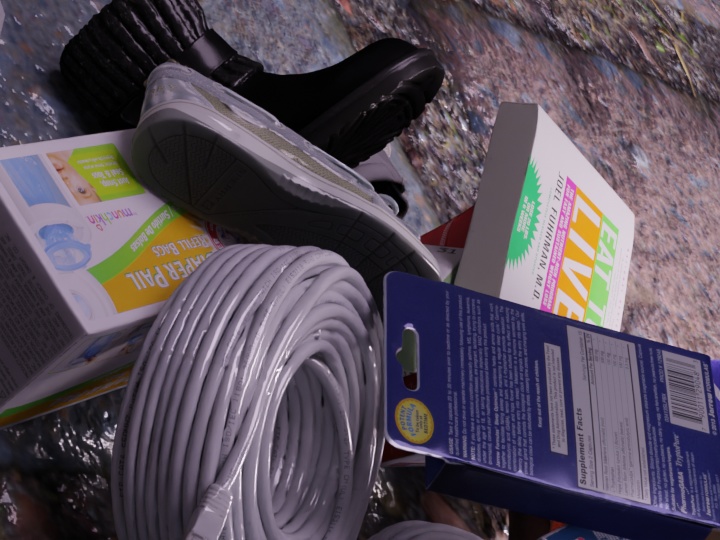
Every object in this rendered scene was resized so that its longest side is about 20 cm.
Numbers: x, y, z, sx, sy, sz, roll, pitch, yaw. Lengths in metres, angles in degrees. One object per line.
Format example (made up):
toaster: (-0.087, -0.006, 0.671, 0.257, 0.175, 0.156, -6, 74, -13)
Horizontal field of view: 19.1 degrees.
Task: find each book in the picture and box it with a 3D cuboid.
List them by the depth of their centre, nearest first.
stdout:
book: (0.118, -0.009, 1.353, 0.200, 0.048, 0.135, 36, 66, -60)

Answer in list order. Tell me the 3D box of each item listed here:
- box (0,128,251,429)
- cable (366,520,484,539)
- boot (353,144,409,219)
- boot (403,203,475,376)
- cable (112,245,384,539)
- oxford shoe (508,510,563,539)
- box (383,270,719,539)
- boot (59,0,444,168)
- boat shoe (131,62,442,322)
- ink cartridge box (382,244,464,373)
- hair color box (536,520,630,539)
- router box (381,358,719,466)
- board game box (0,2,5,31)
box: (-0.148, 0.000, 1.134, 0.113, 0.101, 0.200, 56, 27, 8)
cable: (0.056, 0.236, 1.196, 0.200, 0.069, 0.201, 39, 30, -24)
boot: (-0.007, -0.059, 1.418, 0.095, 0.074, 0.200, 39, 17, 18)
boot: (0.086, 0.025, 1.422, 0.072, 0.144, 0.201, 35, 33, -32)
cable: (-0.051, 0.087, 1.100, 0.200, 0.069, 0.201, 47, 54, -61)
oxford shoe: (0.134, 0.187, 1.350, 0.071, 0.073, 0.200, 20, 27, -15)
box: (0.099, 0.075, 1.136, 0.199, 0.032, 0.122, 16, 46, -17)
boot: (-0.070, -0.122, 1.297, 0.158, 0.210, 0.079, 61, 10, 12)
boat shoe: (-0.036, -0.041, 1.168, 0.201, 0.074, 0.065, 31, 37, -24)
ink cartridge box: (0.000, 0.000, 1.329, 0.200, 0.145, 0.048, -45, 139, -61)
hair color box: (0.135, 0.169, 1.193, 0.199, 0.100, 0.061, -15, 69, -52)
router box: (0.123, 0.087, 1.284, 0.199, 0.179, 0.049, 1, 81, -16)
board game box: (-0.240, -0.138, 1.160, 0.201, 0.034, 0.135, -90, 170, -51)
